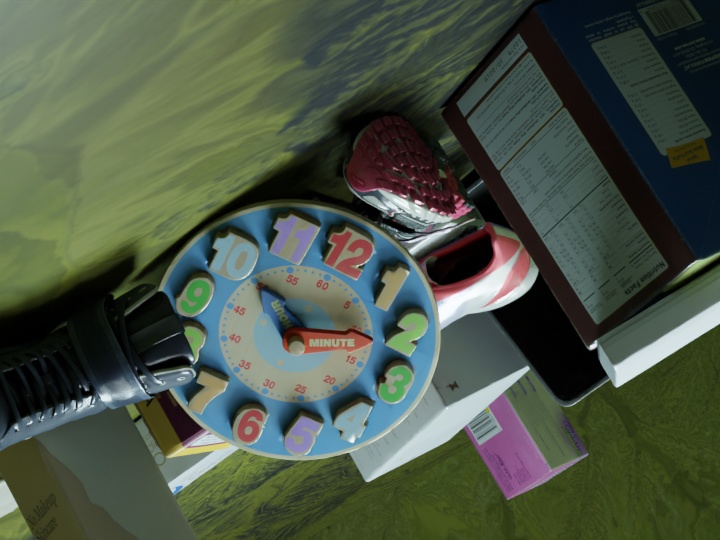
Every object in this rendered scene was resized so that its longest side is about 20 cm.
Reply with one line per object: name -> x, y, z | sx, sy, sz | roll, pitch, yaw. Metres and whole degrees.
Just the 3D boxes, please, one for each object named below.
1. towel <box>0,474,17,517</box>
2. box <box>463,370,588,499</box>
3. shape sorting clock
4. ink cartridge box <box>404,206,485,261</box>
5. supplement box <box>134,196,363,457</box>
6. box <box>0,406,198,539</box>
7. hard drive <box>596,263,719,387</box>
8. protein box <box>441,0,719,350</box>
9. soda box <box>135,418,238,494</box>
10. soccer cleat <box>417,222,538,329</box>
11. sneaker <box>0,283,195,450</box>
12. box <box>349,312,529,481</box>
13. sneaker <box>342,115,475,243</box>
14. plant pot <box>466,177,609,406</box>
towel -> -0.337, 0.192, 1.374 | 0.199, 0.035, 0.132 | -21, 165, -44
box -> 0.266, 0.266, 2.812 | 0.097, 0.176, 0.200 | -36, 168, 23
shape sorting clock -> -0.044, 0.045, 1.164 | 0.200, 0.200, 0.039 | -34, -161, 13
ink cartridge box -> 0.000, 0.000, 1.389 | 0.200, 0.051, 0.109 | -36, 167, 16
supplement box -> -0.069, 0.044, 1.270 | 0.199, 0.104, 0.131 | -33, 168, 11
box -> -0.192, 0.169, 1.233 | 0.077, 0.201, 0.095 | -23, 165, -35
hard drive -> 0.251, 0.011, 1.142 | 0.199, 0.026, 0.132 | -32, 168, 3
protein box -> 0.206, -0.088, 1.184 | 0.198, 0.201, 0.135 | -22, 165, -36
soda box -> -0.178, 0.166, 1.575 | 0.200, 0.068, 0.064 | -37, 167, 23
soccer cleat -> 0.045, 0.025, 1.362 | 0.199, 0.068, 0.073 | -30, 145, 15
sneaker -> -0.187, 0.062, 1.078 | 0.145, 0.077, 0.202 | -22, 179, 8
box -> 0.044, 0.081, 1.577 | 0.106, 0.153, 0.200 | -23, 166, -31
sneaker -> 0.025, -0.051, 1.181 | 0.074, 0.081, 0.200 | -31, 169, 10
plant pot -> 0.213, -0.040, 1.465 | 0.199, 0.200, 0.177 | -40, 178, 33
